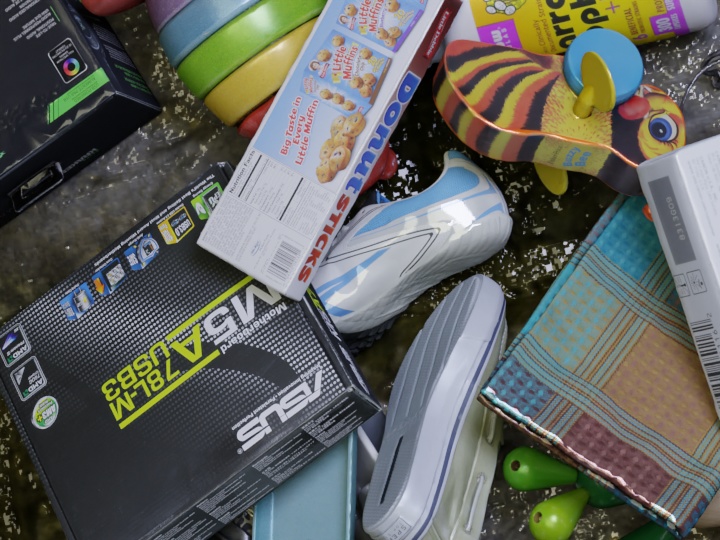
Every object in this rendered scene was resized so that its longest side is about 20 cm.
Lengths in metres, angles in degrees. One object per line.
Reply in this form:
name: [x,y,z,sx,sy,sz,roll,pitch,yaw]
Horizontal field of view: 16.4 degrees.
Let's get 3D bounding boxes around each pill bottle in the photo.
pill bottle: [0.107,-0.174,1.499,0.199,0.104,0.105,-13,82,13]

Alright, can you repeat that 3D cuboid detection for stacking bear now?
stacking bear: [-0.057,-0.127,1.535,0.200,0.121,0.114,55,137,0]

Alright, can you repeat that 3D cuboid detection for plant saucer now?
plant saucer: [-0.032,0.158,1.475,0.070,0.019,0.201,-5,77,32]

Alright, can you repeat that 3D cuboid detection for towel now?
towel: [0.174,0.044,1.443,0.146,0.022,0.200,33,55,8]

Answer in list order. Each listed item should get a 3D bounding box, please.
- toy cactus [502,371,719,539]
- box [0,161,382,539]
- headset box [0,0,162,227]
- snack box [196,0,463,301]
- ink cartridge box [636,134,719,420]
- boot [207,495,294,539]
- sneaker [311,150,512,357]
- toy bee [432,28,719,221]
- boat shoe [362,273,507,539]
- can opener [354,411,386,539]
toy cactus: [0.163,0.130,1.479,0.164,0.102,0.201,5,80,-5]
box: [-0.112,0.064,1.498,0.200,0.048,0.193,-36,53,9]
headset box: [-0.250,-0.127,1.590,0.174,0.093,0.200,-33,79,10]
snack box: [-0.019,-0.086,1.460,0.072,0.024,0.200,29,91,30]
ink cartridge box: [0.269,-0.015,1.436,0.199,0.047,0.161,-19,89,-29]
boot: [-0.105,0.199,1.526,0.203,0.073,0.154,24,80,11]
sneaker: [0.000,0.000,1.534,0.200,0.072,0.073,-33,63,10]
toy bee: [0.145,-0.084,1.449,0.199,0.131,0.109,-10,65,7]
boat shoe: [0.054,0.091,1.483,0.062,0.072,0.200,35,51,-18]
can opener: [0.026,0.144,1.496,0.200,0.067,0.053,56,138,24]
